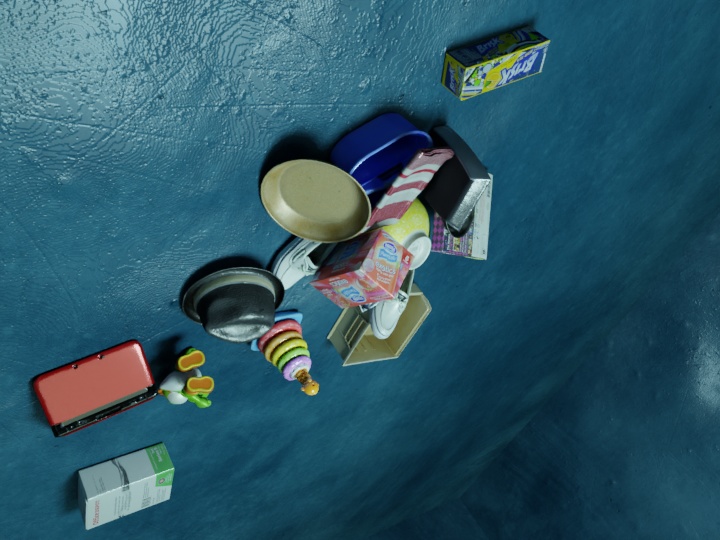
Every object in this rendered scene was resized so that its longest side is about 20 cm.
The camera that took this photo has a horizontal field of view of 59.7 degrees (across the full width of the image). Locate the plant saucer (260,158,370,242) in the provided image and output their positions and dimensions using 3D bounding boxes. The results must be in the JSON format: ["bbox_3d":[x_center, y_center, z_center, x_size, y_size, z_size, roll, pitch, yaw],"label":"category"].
[{"bbox_3d":[-0.077,-0.130,1.116,0.200,0.036,0.200,8,141,7],"label":"plant saucer"}]

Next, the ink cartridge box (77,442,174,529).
[{"bbox_3d":[-0.554,0.507,1.479,0.200,0.084,0.146,-11,139,-35],"label":"ink cartridge box"}]

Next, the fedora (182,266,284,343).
[{"bbox_3d":[-0.237,0.080,1.212,0.200,0.092,0.201,-14,142,-11],"label":"fedora"}]

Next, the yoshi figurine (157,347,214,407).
[{"bbox_3d":[-0.348,0.231,1.309,0.200,0.112,0.113,-41,-160,54],"label":"yoshi figurine"}]

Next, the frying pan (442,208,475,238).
[{"bbox_3d":[0.190,-0.152,1.278,0.115,0.031,0.190,-51,133,-30],"label":"frying pan"}]

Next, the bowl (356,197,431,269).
[{"bbox_3d":[0.086,-0.061,1.337,0.200,0.108,0.200,-28,138,-29],"label":"bowl"}]

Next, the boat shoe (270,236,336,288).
[{"bbox_3d":[-0.110,-0.026,1.250,0.073,0.067,0.200,8,126,-48],"label":"boat shoe"}]

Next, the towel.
[{"bbox_3d":[0.083,-0.147,1.162,0.200,0.023,0.144,-51,165,30],"label":"towel"}]

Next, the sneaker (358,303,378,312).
[{"bbox_3d":[-0.023,0.026,1.373,0.070,0.109,0.200,-45,147,10],"label":"sneaker"}]

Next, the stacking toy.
[{"bbox_3d":[-0.147,0.196,1.379,0.116,0.200,0.110,-9,137,-39],"label":"stacking toy"}]

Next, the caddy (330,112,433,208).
[{"bbox_3d":[0.041,-0.196,1.162,0.200,0.105,0.141,-32,148,-9],"label":"caddy"}]

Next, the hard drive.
[{"bbox_3d":[0.168,-0.186,1.221,0.042,0.200,0.135,8,127,-29],"label":"hard drive"}]

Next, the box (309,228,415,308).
[{"bbox_3d":[0.000,0.000,1.234,0.095,0.200,0.103,39,63,-21],"label":"box"}]

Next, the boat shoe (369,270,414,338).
[{"bbox_3d":[0.076,0.061,1.456,0.073,0.200,0.067,32,146,-28],"label":"boat shoe"}]

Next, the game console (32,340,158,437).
[{"bbox_3d":[-0.518,0.235,1.240,0.200,0.119,0.172,-21,175,-24],"label":"game console"}]

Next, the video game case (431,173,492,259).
[{"bbox_3d":[0.227,-0.131,1.383,0.181,0.036,0.201,6,88,-48],"label":"video game case"}]

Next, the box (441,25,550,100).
[{"bbox_3d":[0.252,-0.388,1.168,0.200,0.064,0.070,-24,144,-20],"label":"box"}]

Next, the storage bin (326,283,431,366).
[{"bbox_3d":[0.050,0.131,1.588,0.200,0.094,0.199,0,132,-43],"label":"storage bin"}]
